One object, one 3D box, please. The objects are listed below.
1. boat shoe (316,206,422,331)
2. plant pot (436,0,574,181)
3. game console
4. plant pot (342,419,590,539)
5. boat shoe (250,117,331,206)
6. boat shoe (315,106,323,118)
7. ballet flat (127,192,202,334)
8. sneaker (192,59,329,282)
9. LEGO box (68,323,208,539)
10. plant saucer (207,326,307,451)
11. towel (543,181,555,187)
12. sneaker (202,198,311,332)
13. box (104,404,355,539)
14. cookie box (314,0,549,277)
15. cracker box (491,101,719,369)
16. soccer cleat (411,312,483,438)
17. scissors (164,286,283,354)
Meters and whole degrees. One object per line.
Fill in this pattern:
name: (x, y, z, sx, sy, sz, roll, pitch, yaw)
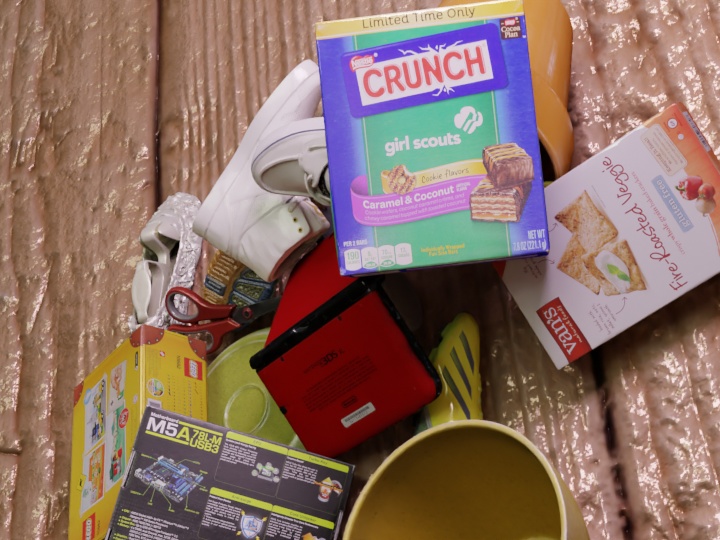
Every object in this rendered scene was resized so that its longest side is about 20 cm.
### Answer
boat shoe: (0.000, 0.000, 1.461, 0.060, 0.074, 0.201, -40, 44, 13)
plant pot: (0.109, -0.164, 1.402, 0.199, 0.201, 0.184, -6, 46, 36)
game console: (0.001, 0.049, 1.377, 0.173, 0.118, 0.200, 56, 139, 2)
plant pot: (0.102, 0.234, 1.193, 0.199, 0.142, 0.202, -19, 55, 29)
boat shoe: (-0.019, -0.088, 1.351, 0.198, 0.072, 0.066, -4, 45, 30)
boat shoe: (0.020, -0.153, 1.516, 0.068, 0.075, 0.201, 21, 67, 43)
ballet flat: (-0.208, -0.007, 1.639, 0.071, 0.072, 0.202, -16, 55, 31)
sneaker: (-0.062, -0.088, 1.461, 0.115, 0.074, 0.201, 35, 104, 14)
LEGO box: (-0.215, 0.178, 1.498, 0.149, 0.077, 0.202, -39, 44, 41)
plant saucer: (-0.103, 0.140, 1.492, 0.199, 0.031, 0.202, -20, 54, 30)
towel: (0.105, -0.043, 1.373, 0.198, 0.087, 0.018, 3, 38, 28)
sneaker: (-0.091, -0.029, 1.562, 0.075, 0.088, 0.201, 30, 107, 15)
box: (-0.123, 0.238, 1.357, 0.198, 0.048, 0.195, 16, 69, -2)
cookie box: (0.058, -0.104, 1.234, 0.169, 0.075, 0.202, -7, 88, 4)
cracker box: (0.213, -0.028, 1.272, 0.199, 0.058, 0.135, -34, 86, 19)
soccer cleat: (0.082, 0.134, 1.339, 0.083, 0.065, 0.202, 12, 66, 11)
scissors: (-0.117, 0.050, 1.535, 0.198, 0.014, 0.074, -1, 105, 31)
